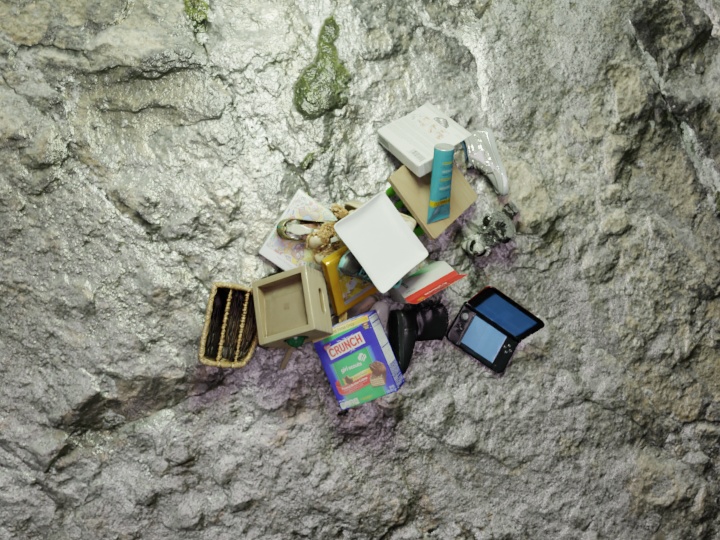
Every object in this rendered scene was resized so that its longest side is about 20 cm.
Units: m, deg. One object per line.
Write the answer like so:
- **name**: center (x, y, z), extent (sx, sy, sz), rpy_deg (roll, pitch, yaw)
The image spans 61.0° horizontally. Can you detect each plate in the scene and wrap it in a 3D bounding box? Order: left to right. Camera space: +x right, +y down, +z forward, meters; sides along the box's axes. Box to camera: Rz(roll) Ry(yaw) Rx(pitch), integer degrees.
- **plate**: center (0.048, -0.068, 1.496), extent (0.199, 0.032, 0.201), rpy_deg (-38, 92, -38)

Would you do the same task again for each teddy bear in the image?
- **teddy bear**: center (-0.055, -0.096, 1.542), extent (0.201, 0.067, 0.145), rpy_deg (-49, 127, -9)

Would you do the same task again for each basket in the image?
- **basket**: center (-0.313, 0.137, 1.502), extent (0.140, 0.149, 0.204), rpy_deg (12, 85, -11)

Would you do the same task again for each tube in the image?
- **tube**: center (0.204, -0.218, 1.550), extent (0.076, 0.050, 0.203), rpy_deg (-15, 125, -23)

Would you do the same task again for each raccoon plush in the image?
- **raccoon plush**: center (0.373, -0.100, 1.712), extent (0.199, 0.134, 0.097), rpy_deg (-25, 76, -43)

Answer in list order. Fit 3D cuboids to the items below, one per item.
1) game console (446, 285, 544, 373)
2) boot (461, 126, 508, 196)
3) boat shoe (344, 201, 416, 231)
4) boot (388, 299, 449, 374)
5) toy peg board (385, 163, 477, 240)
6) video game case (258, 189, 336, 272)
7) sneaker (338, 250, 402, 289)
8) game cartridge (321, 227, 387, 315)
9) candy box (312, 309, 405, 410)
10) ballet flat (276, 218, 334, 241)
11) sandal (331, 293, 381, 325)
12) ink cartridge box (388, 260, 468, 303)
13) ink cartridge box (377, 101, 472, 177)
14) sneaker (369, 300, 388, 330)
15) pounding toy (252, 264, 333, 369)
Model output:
- **game console**: center (0.365, 0.165, 1.663), extent (0.198, 0.119, 0.174), rpy_deg (33, 81, -8)
- **boot**: center (0.342, -0.294, 1.707), extent (0.094, 0.074, 0.204), rpy_deg (-16, 83, -6)
- **boat shoe**: center (0.051, -0.142, 1.617), extent (0.197, 0.073, 0.065), rpy_deg (22, 55, 18)
- **boot**: center (0.155, 0.180, 1.641), extent (0.160, 0.073, 0.202), rpy_deg (-7, 105, -27)
- **toy peg board**: center (0.180, -0.211, 1.663), extent (0.199, 0.098, 0.201), rpy_deg (-42, 98, -26)
- **video game case**: center (-0.142, -0.080, 1.611), extent (0.181, 0.023, 0.202), rpy_deg (33, 81, -9)
- **sneaker**: center (0.032, 0.000, 1.512), extent (0.198, 0.091, 0.079), rpy_deg (12, 107, -46)
- **game cartridge**: center (0.000, 0.000, 1.570), extent (0.198, 0.032, 0.178), rpy_deg (-30, 133, -22)
- **candy box**: center (-0.005, 0.224, 1.534), extent (0.167, 0.077, 0.203), rpy_deg (-23, 90, 20)
- **ballet flat**: center (-0.117, -0.100, 1.573), extent (0.196, 0.071, 0.072), rpy_deg (5, 87, -12)
- **sandal**: center (-0.023, 0.130, 1.612), extent (0.199, 0.054, 0.081), rpy_deg (-39, 96, -11)
- **ink cartridge box**: center (0.169, 0.029, 1.584), extent (0.159, 0.200, 0.051), rpy_deg (-29, 93, -12)
- **ink cartridge box**: center (0.168, -0.348, 1.614), extent (0.174, 0.045, 0.200), rpy_deg (-30, 50, -14)
- **sneaker**: center (0.049, 0.184, 1.603), extent (0.072, 0.084, 0.204), rpy_deg (15, 91, -44)
- **pounding toy**: center (-0.166, 0.121, 1.504), extent (0.181, 0.142, 0.204), rpy_deg (-17, 72, 20)
